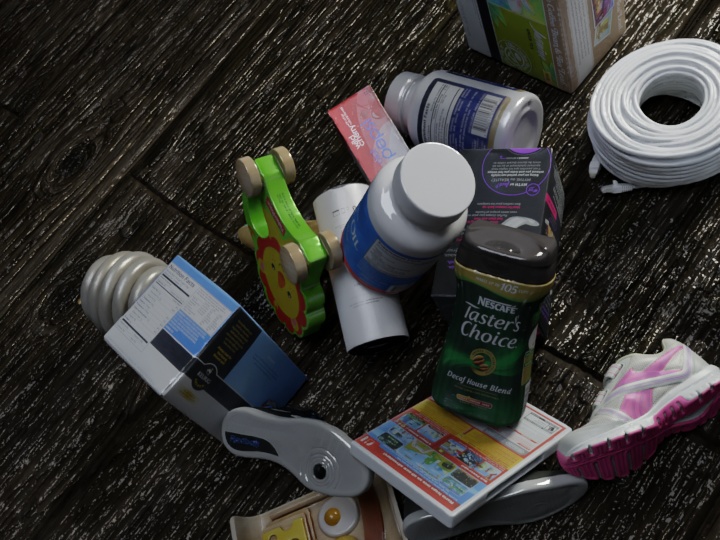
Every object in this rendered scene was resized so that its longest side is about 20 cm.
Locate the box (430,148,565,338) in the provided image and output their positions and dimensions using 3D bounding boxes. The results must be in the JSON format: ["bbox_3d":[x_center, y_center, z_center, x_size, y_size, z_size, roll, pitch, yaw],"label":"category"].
[{"bbox_3d":[0.169,-0.033,1.003,0.120,0.106,0.203,2,63,25],"label":"box"}]

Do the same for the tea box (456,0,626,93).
[{"bbox_3d":[0.234,-0.381,1.123,0.196,0.201,0.134,34,77,35],"label":"tea box"}]

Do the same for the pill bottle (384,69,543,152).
[{"bbox_3d":[0.132,-0.202,1.115,0.198,0.111,0.112,24,72,32],"label":"pill bottle"}]

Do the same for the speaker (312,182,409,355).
[{"bbox_3d":[0.000,0.000,1.037,0.080,0.081,0.203,-18,73,11],"label":"speaker"}]

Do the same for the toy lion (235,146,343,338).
[{"bbox_3d":[-0.098,-0.023,1.054,0.068,0.192,0.202,-21,71,-25],"label":"toy lion"}]

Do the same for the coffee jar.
[{"bbox_3d":[0.139,0.052,0.874,0.103,0.085,0.203,15,111,20],"label":"coffee jar"}]

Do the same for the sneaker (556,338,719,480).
[{"bbox_3d":[0.281,0.141,0.870,0.198,0.082,0.089,-26,47,-13],"label":"sneaker"}]

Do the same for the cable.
[{"bbox_3d":[0.380,-0.196,1.034,0.197,0.069,0.203,-2,60,21],"label":"cable"}]

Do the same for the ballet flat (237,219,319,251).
[{"bbox_3d":[-0.082,-0.036,1.134,0.197,0.069,0.064,-5,64,21],"label":"ballet flat"}]

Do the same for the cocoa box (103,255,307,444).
[{"bbox_3d":[-0.179,0.106,1.008,0.133,0.201,0.132,33,76,35],"label":"cocoa box"}]

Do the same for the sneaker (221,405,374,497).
[{"bbox_3d":[-0.050,0.194,0.956,0.197,0.111,0.074,14,94,30],"label":"sneaker"}]

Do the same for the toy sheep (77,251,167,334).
[{"bbox_3d":[-0.302,0.040,1.141,0.197,0.138,0.140,7,64,26],"label":"toy sheep"}]

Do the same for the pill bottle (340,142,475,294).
[{"bbox_3d":[0.052,-0.057,0.920,0.110,0.200,0.114,6,68,-15],"label":"pill bottle"}]

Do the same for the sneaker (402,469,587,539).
[{"bbox_3d":[0.135,0.216,0.894,0.196,0.071,0.100,-13,44,6],"label":"sneaker"}]

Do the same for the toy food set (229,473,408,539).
[{"bbox_3d":[-0.044,0.302,0.922,0.197,0.061,0.145,-25,55,7],"label":"toy food set"}]

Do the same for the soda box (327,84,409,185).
[{"bbox_3d":[0.036,-0.137,1.104,0.069,0.063,0.202,-31,77,2],"label":"soda box"}]

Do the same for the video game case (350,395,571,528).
[{"bbox_3d":[0.107,0.178,0.877,0.198,0.018,0.142,-21,35,-39],"label":"video game case"}]
